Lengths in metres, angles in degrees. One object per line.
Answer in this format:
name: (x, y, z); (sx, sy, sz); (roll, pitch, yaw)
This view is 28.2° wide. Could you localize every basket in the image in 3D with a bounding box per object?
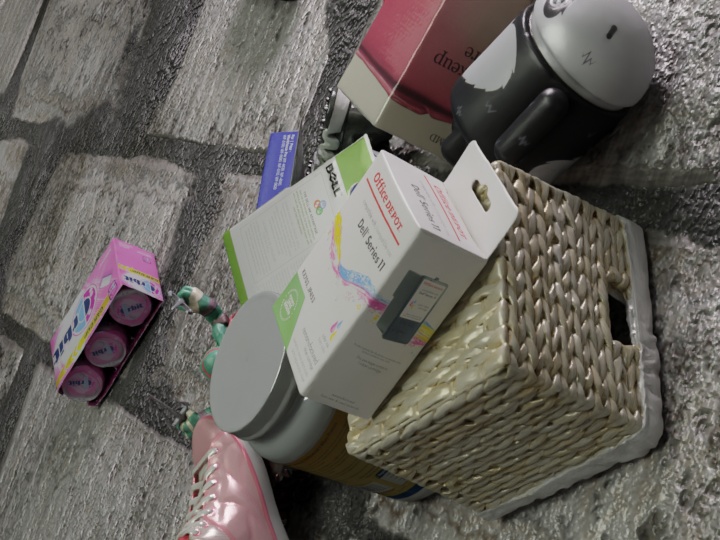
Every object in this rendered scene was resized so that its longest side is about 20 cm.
basket: (0.108, 0.056, 1.111); (0.200, 0.160, 0.200); (-34, 43, 42)

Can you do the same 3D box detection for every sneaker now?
sneaker: (-0.140, 0.226, 1.357); (0.075, 0.104, 0.201); (-52, 53, 42)
sneaker: (-0.010, -0.104, 1.499); (0.201, 0.090, 0.067); (109, 174, -52)
sneaker: (-0.066, 0.209, 1.400); (0.199, 0.075, 0.117); (-15, 74, 54)

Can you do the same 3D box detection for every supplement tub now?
supplement tub: (-0.014, 0.106, 1.232); (0.144, 0.199, 0.146); (-36, 43, 43)

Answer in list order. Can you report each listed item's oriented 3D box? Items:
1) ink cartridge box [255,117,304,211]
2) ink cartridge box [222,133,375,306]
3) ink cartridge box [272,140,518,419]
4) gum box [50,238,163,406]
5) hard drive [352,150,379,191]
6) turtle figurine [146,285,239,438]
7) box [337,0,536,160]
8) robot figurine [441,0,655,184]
ink cartridge box: (-0.083, -0.074, 1.522); (0.200, 0.039, 0.100); (93, -175, -65)
ink cartridge box: (-0.026, -0.012, 1.374); (0.199, 0.075, 0.149); (-32, 63, 30)
ink cartridge box: (0.021, -0.005, 1.064); (0.201, 0.067, 0.117); (-54, 31, 20)
gum box: (-0.346, 0.073, 1.928); (0.201, 0.066, 0.114); (-55, 30, 22)
hard drive: (0.000, 0.000, 1.415); (0.132, 0.025, 0.201); (44, 110, 36)
turtle figurine: (-0.143, 0.099, 1.461); (0.200, 0.100, 0.151); (36, -118, -76)
box: (0.090, -0.216, 1.349); (0.201, 0.127, 0.109); (-60, 31, 14)
robot figurine: (0.154, -0.152, 1.205); (0.200, 0.124, 0.151); (-44, 50, 36)
